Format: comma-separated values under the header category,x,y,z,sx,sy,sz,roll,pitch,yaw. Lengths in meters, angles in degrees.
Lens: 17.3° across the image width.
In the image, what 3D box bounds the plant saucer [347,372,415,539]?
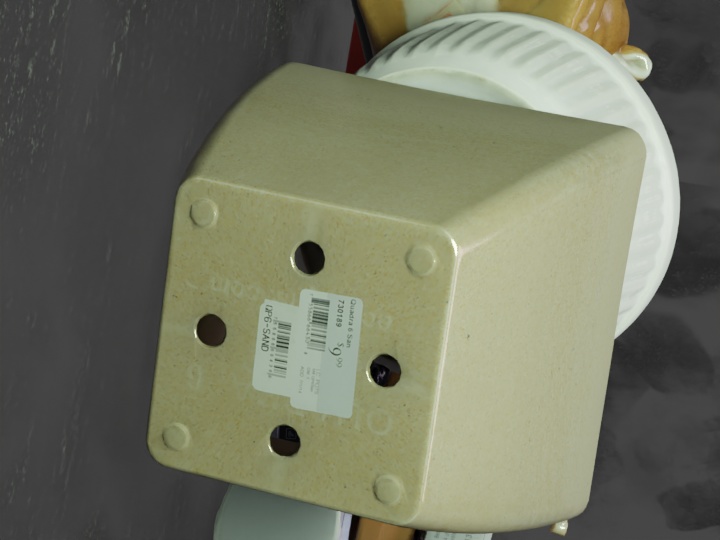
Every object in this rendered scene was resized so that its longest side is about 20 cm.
category,x,y,z,sx,sy,sz,roll,pitch,yaw
plant saucer,0.026,0.093,1.435,0.200,0.037,0.200,-169,-90,-89

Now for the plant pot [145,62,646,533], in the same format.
category,x,y,z,sx,sy,sz,roll,pitch,yaw
plant pot,0.002,0.022,1.111,0.177,0.200,0.200,-21,122,-67

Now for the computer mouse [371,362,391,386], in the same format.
category,x,y,z,sx,sy,sz,roll,pitch,yaw
computer mouse,0.000,0.000,1.408,0.140,0.046,0.200,123,-33,-60

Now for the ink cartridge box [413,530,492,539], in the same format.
category,x,y,z,sx,sy,sz,roll,pitch,yaw
ink cartridge box,0.065,0.098,1.440,0.200,0.043,0.198,-79,180,-56

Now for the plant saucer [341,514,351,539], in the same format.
category,x,y,z,sx,sy,sz,roll,pitch,yaw
plant saucer,-0.025,0.184,1.553,0.201,0.039,0.201,9,90,-83

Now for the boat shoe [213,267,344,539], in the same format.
category,x,y,z,sx,sy,sz,roll,pitch,yaw
boat shoe,-0.038,0.099,1.317,0.066,0.072,0.200,14,77,-78

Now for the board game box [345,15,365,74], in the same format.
category,x,y,z,sx,sy,sz,roll,pitch,yaw
board game box,0.014,-0.084,1.544,0.153,0.040,0.200,11,89,-82

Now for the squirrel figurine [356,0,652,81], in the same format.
category,x,y,z,sx,sy,sz,roll,pitch,yaw
squirrel figurine,0.089,-0.120,1.370,0.187,0.141,0.200,-10,114,-62

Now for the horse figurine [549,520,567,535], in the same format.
category,x,y,z,sx,sy,sz,roll,pitch,yaw
horse figurine,0.114,0.085,1.445,0.200,0.050,0.133,-101,-158,-86

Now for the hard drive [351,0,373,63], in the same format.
category,x,y,z,sx,sy,sz,roll,pitch,yaw
hard drive,0.056,-0.178,1.452,0.200,0.042,0.135,-41,124,-51

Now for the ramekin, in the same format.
category,x,y,z,sx,sy,sz,roll,pitch,yaw
ramekin,0.057,-0.033,1.234,0.105,0.200,0.200,-22,123,-66
